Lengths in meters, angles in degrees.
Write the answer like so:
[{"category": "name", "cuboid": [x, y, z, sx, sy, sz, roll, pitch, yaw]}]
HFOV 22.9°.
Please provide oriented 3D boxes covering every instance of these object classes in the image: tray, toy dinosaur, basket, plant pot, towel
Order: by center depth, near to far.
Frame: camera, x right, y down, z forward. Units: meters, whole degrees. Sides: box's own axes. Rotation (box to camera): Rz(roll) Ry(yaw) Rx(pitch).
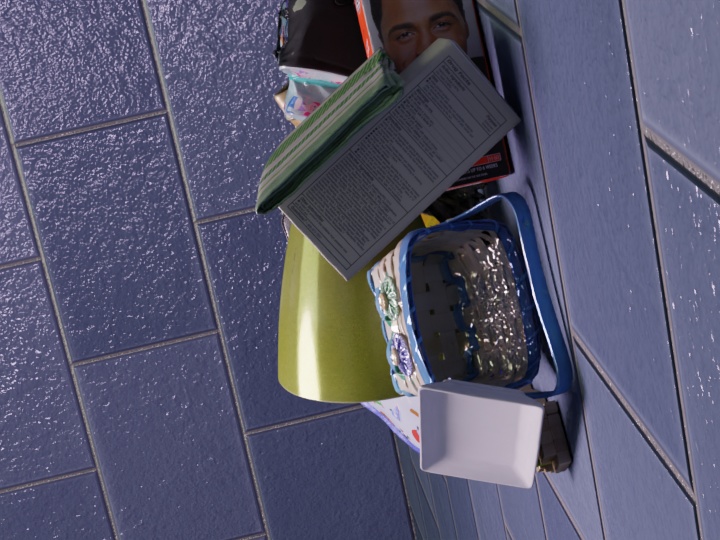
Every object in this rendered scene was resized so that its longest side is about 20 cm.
[{"category": "towel", "cuboid": [-0.025, -0.117, 1.463, 0.023, 0.152, 0.200, 46, -171, -11]}, {"category": "tray", "cuboid": [0.105, 0.141, 1.557, 0.200, 0.107, 0.022, 85, -166, -63]}, {"category": "basket", "cuboid": [0.102, 0.037, 1.565, 0.200, 0.139, 0.177, -21, 80, 52]}, {"category": "toy dinosaur", "cuboid": [0.087, -0.069, 1.717, 0.088, 0.048, 0.200, 29, 170, 34]}, {"category": "plant pot", "cuboid": [0.000, 0.000, 1.717, 0.187, 0.186, 0.201, -114, 16, -71]}]

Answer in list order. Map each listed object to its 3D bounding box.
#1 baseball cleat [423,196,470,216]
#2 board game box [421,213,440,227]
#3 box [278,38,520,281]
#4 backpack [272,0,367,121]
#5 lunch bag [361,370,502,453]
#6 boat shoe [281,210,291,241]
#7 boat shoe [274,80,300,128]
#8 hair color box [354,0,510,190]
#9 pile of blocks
[{"category": "baseball cleat", "cuboid": [0.048, -0.104, 1.837, 0.106, 0.070, 0.200, 11, 162, 48]}, {"category": "board game box", "cuboid": [0.035, -0.042, 1.889, 0.030, 0.199, 0.096, -62, -36, -12]}, {"category": "box", "cuboid": [0.028, -0.095, 1.490, 0.095, 0.200, 0.078, 48, -178, -10]}, {"category": "backpack", "cuboid": [0.001, -0.208, 1.734, 0.200, 0.177, 0.151, -109, 28, -76]}, {"category": "lunch bag", "cuboid": [0.092, 0.114, 1.923, 0.200, 0.124, 0.171, 42, 151, 40]}, {"category": "boat shoe", "cuboid": [-0.040, 0.016, 1.882, 0.075, 0.062, 0.201, -35, 76, 55]}, {"category": "boat shoe", "cuboid": [-0.013, -0.233, 1.864, 0.076, 0.200, 0.072, 46, 158, -19]}, {"category": "hair color box", "cuboid": [0.062, -0.171, 1.584, 0.061, 0.101, 0.201, -178, 75, -87]}, {"category": "pile of blocks", "cuboid": [0.149, 0.154, 1.692, 0.200, 0.062, 0.082, -124, 21, -81]}]
